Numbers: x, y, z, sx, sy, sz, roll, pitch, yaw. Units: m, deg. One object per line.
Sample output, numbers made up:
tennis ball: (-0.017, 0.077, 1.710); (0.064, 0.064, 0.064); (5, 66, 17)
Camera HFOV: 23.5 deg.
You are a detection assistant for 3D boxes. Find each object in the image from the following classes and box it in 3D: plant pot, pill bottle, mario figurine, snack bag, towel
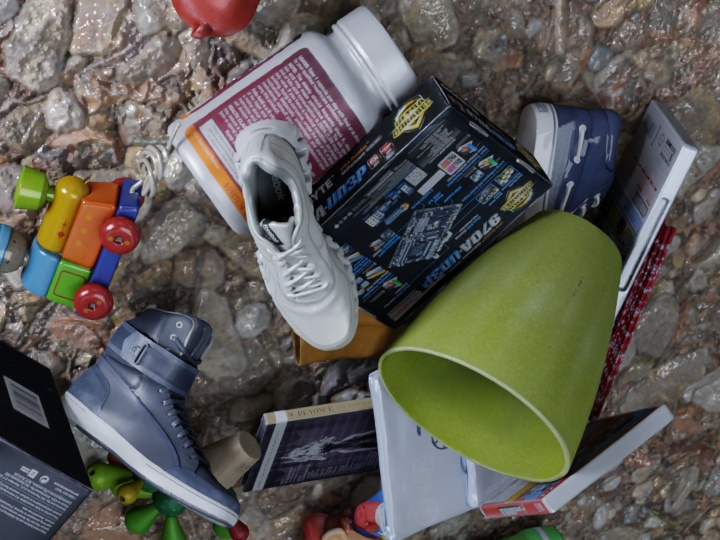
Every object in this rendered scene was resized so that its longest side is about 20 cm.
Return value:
plant pot: (0.147, 0.051, 1.526); (0.200, 0.187, 0.187); (-56, 128, -24)
pill bottle: (-0.053, -0.130, 1.476); (0.200, 0.114, 0.114); (-34, 124, 0)
mario figurine: (0.032, 0.262, 1.720); (0.200, 0.106, 0.123); (-38, 127, 12)
snack bag: (0.098, 0.146, 1.633); (0.200, 0.021, 0.189); (-18, 116, -26)
towel: (0.250, 0.049, 1.657); (0.022, 0.145, 0.200); (22, 86, 6)

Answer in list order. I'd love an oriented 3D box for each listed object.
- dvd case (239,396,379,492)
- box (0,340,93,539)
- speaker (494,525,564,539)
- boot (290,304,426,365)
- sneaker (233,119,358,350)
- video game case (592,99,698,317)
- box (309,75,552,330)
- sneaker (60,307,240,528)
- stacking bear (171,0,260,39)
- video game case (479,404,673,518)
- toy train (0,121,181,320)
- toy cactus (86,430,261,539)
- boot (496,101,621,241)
dvd case: (-0.009, 0.161, 1.670); (0.200, 0.016, 0.149); (-8, 151, -18)
box: (-0.341, 0.177, 1.481); (0.104, 0.200, 0.182); (36, 101, -33)
speaker: (0.123, 0.334, 1.816); (0.200, 0.088, 0.089); (-18, 122, -12)
boot: (0.000, 0.000, 1.594); (0.144, 0.071, 0.201); (-8, 124, -17)
sneaker: (-0.056, -0.019, 1.401); (0.075, 0.081, 0.200); (-18, 109, 7)
video game case: (0.251, -0.049, 1.623); (0.018, 0.143, 0.200); (20, 110, -11)
box: (0.044, -0.053, 1.489); (0.200, 0.046, 0.159); (-43, 136, 16)
sneaker: (-0.156, 0.122, 1.535); (0.146, 0.202, 0.077); (-52, 161, -9)
stacking bear: (-0.082, -0.276, 1.395); (0.114, 0.121, 0.200); (31, 113, -24)
video game case: (0.193, 0.177, 1.582); (0.143, 0.200, 0.017); (-35, 89, -15)
toy train: (-0.238, -0.061, 1.455); (0.116, 0.085, 0.200); (18, 119, -14)
toy cactus: (-0.164, 0.207, 1.614); (0.165, 0.102, 0.200); (-35, 128, 25)
boot: (0.188, -0.059, 1.632); (0.090, 0.073, 0.200); (2, 116, -16)
